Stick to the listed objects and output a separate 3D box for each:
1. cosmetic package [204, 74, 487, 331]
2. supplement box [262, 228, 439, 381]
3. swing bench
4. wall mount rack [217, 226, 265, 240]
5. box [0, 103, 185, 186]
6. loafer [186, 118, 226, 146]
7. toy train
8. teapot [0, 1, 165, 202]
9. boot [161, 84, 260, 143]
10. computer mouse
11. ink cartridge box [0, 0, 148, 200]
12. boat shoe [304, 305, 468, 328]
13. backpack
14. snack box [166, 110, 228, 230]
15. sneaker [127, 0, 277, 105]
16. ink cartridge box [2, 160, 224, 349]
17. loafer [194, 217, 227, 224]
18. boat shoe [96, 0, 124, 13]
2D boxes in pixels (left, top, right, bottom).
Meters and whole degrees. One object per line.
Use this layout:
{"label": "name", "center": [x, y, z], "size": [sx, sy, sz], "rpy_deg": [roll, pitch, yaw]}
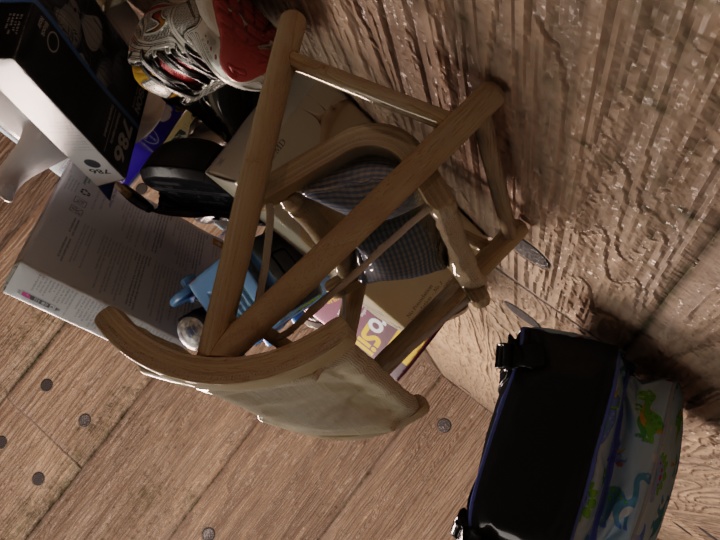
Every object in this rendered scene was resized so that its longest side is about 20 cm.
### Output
{"label": "cosmetic package", "center": [-0.006, -0.048, 0.648], "size": [0.200, 0.104, 0.073], "rpy_deg": [40, 173, -31]}
{"label": "supplement box", "center": [0.000, 0.000, 0.854], "size": [0.200, 0.086, 0.110], "rpy_deg": [37, 131, 7]}
{"label": "swing bench", "center": [-0.009, 0.003, 0.486], "size": [0.129, 0.200, 0.199], "rpy_deg": [25, 171, 21]}
{"label": "wall mount rack", "center": [-0.128, 0.006, 1.018], "size": [0.075, 0.174, 0.200], "rpy_deg": [40, -171, 10]}
{"label": "box", "center": [-0.321, -0.205, 0.988], "size": [0.200, 0.105, 0.184], "rpy_deg": [39, -152, -18]}
{"label": "loafer", "center": [-0.153, -0.148, 0.952], "size": [0.073, 0.071, 0.200], "rpy_deg": [40, 175, -20]}
{"label": "toy train", "center": [-0.074, 0.012, 0.726], "size": [0.087, 0.114, 0.200], "rpy_deg": [57, -150, 1]}
{"label": "teapot", "center": [-0.290, -0.189, 0.793], "size": [0.198, 0.146, 0.200], "rpy_deg": [65, -162, -10]}
{"label": "boot", "center": [-0.101, -0.132, 0.729], "size": [0.150, 0.073, 0.200], "rpy_deg": [36, 175, 35]}
{"label": "computer mouse", "center": [-0.154, -0.080, 0.725], "size": [0.140, 0.046, 0.200], "rpy_deg": [6, 173, 12]}
{"label": "ink cartridge box", "center": [-0.209, -0.140, 0.643], "size": [0.039, 0.100, 0.200], "rpy_deg": [3, 159, 12]}
{"label": "boat shoe", "center": [0.032, 0.028, 0.949], "size": [0.199, 0.057, 0.067], "rpy_deg": [-4, -156, -16]}
{"label": "backpack", "center": [0.180, 0.149, 0.688], "size": [0.146, 0.184, 0.200], "rpy_deg": [14, 176, 21]}
{"label": "snack box", "center": [-0.184, -0.128, 1.084], "size": [0.200, 0.116, 0.037], "rpy_deg": [35, 175, 33]}
{"label": "sneaker", "center": [-0.098, -0.135, 0.530], "size": [0.078, 0.082, 0.200], "rpy_deg": [40, -179, -27]}
{"label": "ink cartridge box", "center": [-0.203, -0.001, 0.778], "size": [0.200, 0.043, 0.197], "rpy_deg": [31, -156, -20]}
{"label": "loafer", "center": [-0.143, -0.086, 0.947], "size": [0.070, 0.068, 0.200], "rpy_deg": [10, 172, -21]}
{"label": "boat shoe", "center": [-0.210, -0.234, 0.626], "size": [0.071, 0.065, 0.200], "rpy_deg": [38, 174, 0]}
